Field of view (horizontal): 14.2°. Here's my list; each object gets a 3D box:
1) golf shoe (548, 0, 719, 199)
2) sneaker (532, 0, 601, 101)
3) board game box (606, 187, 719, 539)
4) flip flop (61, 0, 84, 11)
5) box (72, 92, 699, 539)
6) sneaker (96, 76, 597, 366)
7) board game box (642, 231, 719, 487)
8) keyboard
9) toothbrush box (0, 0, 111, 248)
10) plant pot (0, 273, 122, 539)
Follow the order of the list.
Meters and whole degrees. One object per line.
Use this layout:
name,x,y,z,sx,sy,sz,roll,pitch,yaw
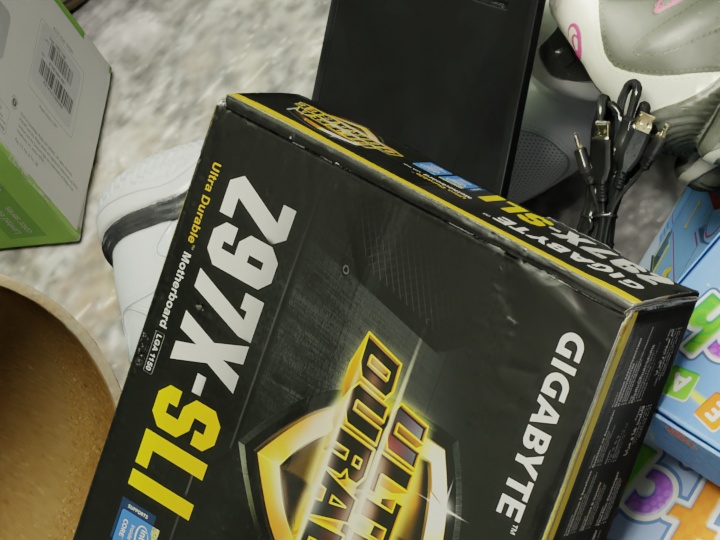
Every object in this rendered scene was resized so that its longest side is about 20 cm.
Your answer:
golf shoe,0.147,-0.116,0.938,0.088,0.077,0.200,42,62,3
sneaker,0.098,-0.119,1.017,0.081,0.075,0.200,-9,29,38
board game box,0.149,0.040,0.926,0.151,0.037,0.200,21,71,33
flip flop,-0.108,-0.156,1.162,0.200,0.058,0.081,-21,53,10
box,-0.002,0.064,0.906,0.160,0.049,0.200,29,109,28
sneaker,0.000,0.000,1.007,0.200,0.075,0.115,-16,56,19
board game box,0.192,0.001,0.877,0.151,0.037,0.200,34,75,36
keyboard,0.033,-0.009,0.917,0.127,0.021,0.200,18,104,30
toothbrush box,-0.218,-0.073,1.103,0.200,0.146,0.086,-7,58,21
plant pot,-0.208,0.056,1.014,0.186,0.186,0.200,-49,39,-10
